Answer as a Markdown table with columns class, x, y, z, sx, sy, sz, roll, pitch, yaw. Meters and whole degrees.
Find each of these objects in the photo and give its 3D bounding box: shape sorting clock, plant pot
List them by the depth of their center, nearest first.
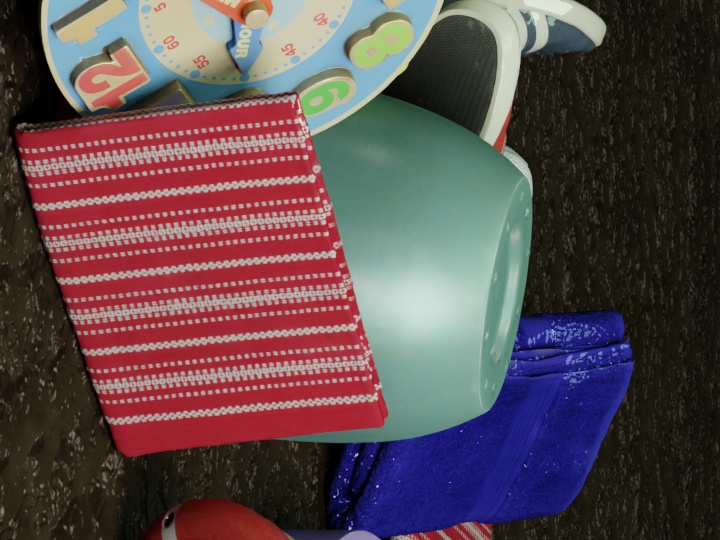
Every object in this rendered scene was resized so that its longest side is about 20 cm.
| class | x | y | z | sx | sy | sz | roll | pitch | yaw |
| --- | --- | --- | --- | --- | --- | --- | --- | --- | --- |
| shape sorting clock | -0.052 | -0.129 | 1.395 | 0.200 | 0.200 | 0.039 | 65 | 5 | -48 |
| plant pot | 0.000 | 0.000 | 1.560 | 0.201 | 0.161 | 0.201 | 10 | 90 | -78 |

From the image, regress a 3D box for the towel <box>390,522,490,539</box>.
| class | x | y | z | sx | sy | sz | roll | pitch | yaw |
| --- | --- | --- | --- | --- | --- | --- | --- | --- | --- |
| towel | 0.051 | 0.148 | 1.926 | 0.145 | 0.022 | 0.200 | 48 | 43 | -57 |

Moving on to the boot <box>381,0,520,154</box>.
| class | x | y | z | sx | sy | sz | roll | pitch | yaw |
| --- | --- | --- | --- | --- | --- | --- | --- | --- | --- |
| boot | 0.065 | -0.075 | 1.732 | 0.144 | 0.072 | 0.200 | -26 | 141 | -54 |

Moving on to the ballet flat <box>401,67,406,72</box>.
| class | x | y | z | sx | sy | sz | roll | pitch | yaw |
| --- | --- | --- | --- | --- | --- | --- | --- | --- | --- |
| ballet flat | 0.001 | -0.151 | 1.590 | 0.200 | 0.067 | 0.067 | -89 | -167 | -62 |

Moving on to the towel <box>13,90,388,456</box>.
| class | x | y | z | sx | sy | sz | roll | pitch | yaw |
| --- | --- | --- | --- | --- | --- | --- | --- | --- | --- |
| towel | -0.074 | 0.005 | 1.448 | 0.023 | 0.144 | 0.200 | -80 | 159 | -54 |

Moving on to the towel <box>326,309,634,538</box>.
| class | x | y | z | sx | sy | sz | roll | pitch | yaw |
| --- | --- | --- | --- | --- | --- | --- | --- | --- | --- |
| towel | 0.077 | 0.097 | 1.818 | 0.200 | 0.050 | 0.148 | -2 | 118 | -44 |

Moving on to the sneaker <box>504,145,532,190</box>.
| class | x | y | z | sx | sy | sz | roll | pitch | yaw |
| --- | --- | --- | --- | --- | --- | --- | --- | --- | --- |
| sneaker | 0.054 | 0.016 | 1.857 | 0.200 | 0.073 | 0.071 | -67 | -166 | 4 |

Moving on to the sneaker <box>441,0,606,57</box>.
| class | x | y | z | sx | sy | sz | roll | pitch | yaw |
| --- | --- | --- | --- | --- | --- | --- | --- | --- | --- |
| sneaker | 0.067 | -0.140 | 1.765 | 0.200 | 0.075 | 0.085 | 11 | 108 | -51 |

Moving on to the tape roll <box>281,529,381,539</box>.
| class | x | y | z | sx | sy | sz | roll | pitch | yaw |
| --- | --- | --- | --- | --- | --- | --- | --- | --- | --- |
| tape roll | -0.038 | 0.239 | 1.616 | 0.200 | 0.085 | 0.200 | 0 | 90 | -70 |

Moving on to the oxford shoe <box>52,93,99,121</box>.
| class | x | y | z | sx | sy | sz | roll | pitch | yaw |
| --- | --- | --- | --- | --- | --- | --- | --- | --- | --- |
| oxford shoe | -0.108 | -0.138 | 1.490 | 0.200 | 0.071 | 0.071 | -60 | 168 | -28 |

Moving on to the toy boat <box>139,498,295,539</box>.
| class | x | y | z | sx | sy | sz | roll | pitch | yaw |
| --- | --- | --- | --- | --- | --- | --- | --- | --- | --- |
| toy boat | -0.101 | 0.196 | 1.437 | 0.131 | 0.130 | 0.200 | 36 | 50 | -29 |
